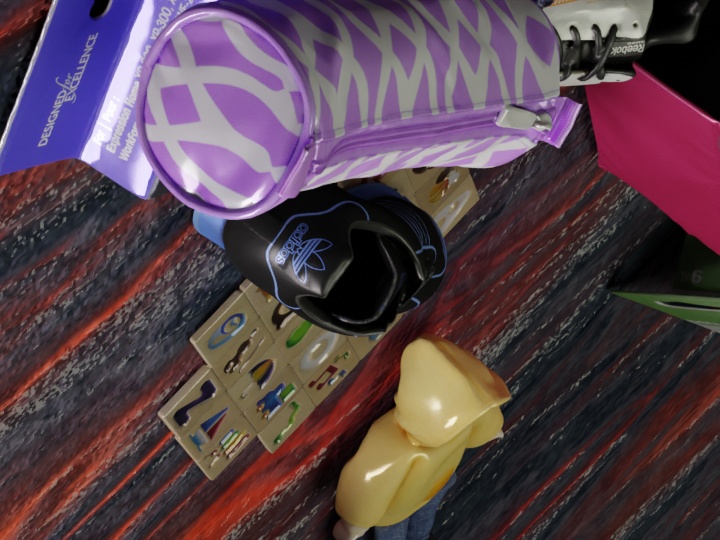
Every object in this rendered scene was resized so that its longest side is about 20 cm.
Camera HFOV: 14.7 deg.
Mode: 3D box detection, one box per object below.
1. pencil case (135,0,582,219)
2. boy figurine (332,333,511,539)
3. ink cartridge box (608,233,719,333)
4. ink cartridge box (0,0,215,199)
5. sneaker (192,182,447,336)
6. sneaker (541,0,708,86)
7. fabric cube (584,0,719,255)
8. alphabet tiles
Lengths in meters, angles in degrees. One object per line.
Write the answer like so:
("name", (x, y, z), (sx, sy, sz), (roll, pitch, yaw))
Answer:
("pencil case", (0.002, -0.066, 1.063), (0.200, 0.085, 0.084), (-14, 142, -53))
("boy figurine", (0.038, 0.104, 1.544), (0.124, 0.064, 0.200), (-30, 154, -35))
("ink cartridge box", (0.260, 0.015, 1.713), (0.200, 0.104, 0.059), (20, 82, -38))
("ink cartridge box", (-0.034, -0.122, 1.074), (0.200, 0.043, 0.198), (-22, 145, -47))
("sneaker", (0.000, 0.000, 1.270), (0.070, 0.078, 0.200), (-55, 154, 10))
("sneaker", (0.084, -0.115, 1.262), (0.200, 0.080, 0.074), (-30, 152, -37))
("fabric cube", (0.246, -0.104, 1.425), (0.196, 0.200, 0.199), (-47, 160, -9))
("alphabet tiles", (-0.017, 0.015, 1.370), (0.200, 0.006, 0.166), (-46, 157, -8))
